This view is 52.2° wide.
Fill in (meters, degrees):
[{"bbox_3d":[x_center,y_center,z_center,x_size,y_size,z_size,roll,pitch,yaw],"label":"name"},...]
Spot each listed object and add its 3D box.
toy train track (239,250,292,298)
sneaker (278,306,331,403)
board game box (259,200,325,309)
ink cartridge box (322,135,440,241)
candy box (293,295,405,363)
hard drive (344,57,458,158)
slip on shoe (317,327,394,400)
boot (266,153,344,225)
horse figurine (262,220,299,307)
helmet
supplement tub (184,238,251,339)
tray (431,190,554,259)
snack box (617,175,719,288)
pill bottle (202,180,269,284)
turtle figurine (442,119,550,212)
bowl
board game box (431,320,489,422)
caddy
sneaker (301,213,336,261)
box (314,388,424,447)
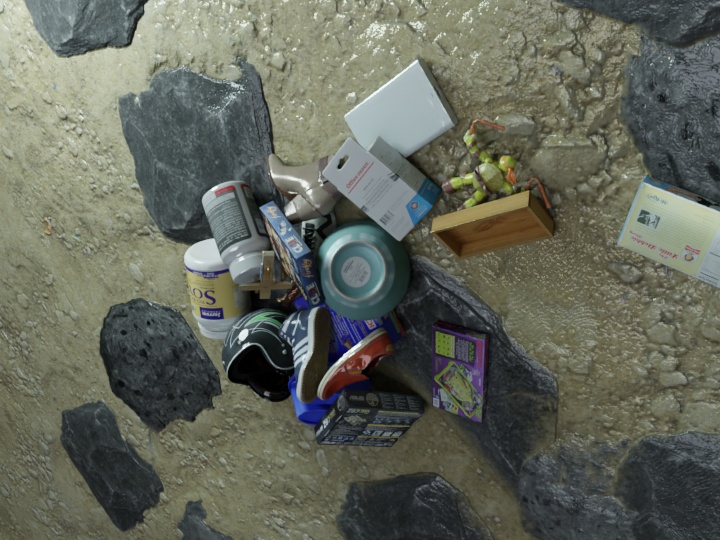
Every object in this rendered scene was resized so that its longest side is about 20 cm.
[{"bbox_3d":[-0.197,0.003,1.538,0.201,0.112,0.033,109,156,-62],"label":"toy train track"},{"bbox_3d":[-0.126,0.179,1.563,0.107,0.070,0.204,-4,71,40],"label":"sneaker"},{"bbox_3d":[-0.139,-0.034,1.488,0.200,0.034,0.137,51,160,46],"label":"board game box"},{"bbox_3d":[0.039,-0.167,1.387,0.199,0.067,0.116,40,132,-6],"label":"ink cartridge box"},{"bbox_3d":[-0.026,0.101,1.593,0.198,0.077,0.171,-20,99,41],"label":"candy box"},{"bbox_3d":[0.072,-0.281,1.362,0.198,0.026,0.133,-28,95,40],"label":"hard drive"},{"bbox_3d":[-0.011,0.202,1.498,0.199,0.074,0.062,-42,71,11],"label":"slip on shoe"},{"bbox_3d":[-0.105,-0.191,1.497,0.145,0.070,0.203,-31,63,18],"label":"boot"},{"bbox_3d":[-0.178,-0.018,1.640,0.132,0.050,0.202,-42,69,24],"label":"horse figurine"},{"bbox_3d":[-0.217,0.184,1.684,0.188,0.200,0.202,28,127,8],"label":"helmet"},{"bbox_3d":[-0.332,0.042,1.732,0.143,0.145,0.204,12,120,29],"label":"supplement tub"},{"bbox_3d":[0.235,-0.078,1.314,0.197,0.038,0.098,-13,142,39],"label":"tray"},{"bbox_3d":[0.520,-0.057,1.154,0.198,0.037,0.118,27,125,22],"label":"snack box"},{"bbox_3d":[-0.264,-0.081,1.604,0.113,0.113,0.203,-34,71,41],"label":"pill bottle"},{"bbox_3d":[0.226,-0.153,1.291,0.200,0.065,0.161,45,139,-9],"label":"turtle figurine"},{"bbox_3d":[0.000,0.000,1.441,0.196,0.105,0.206,0,90,4],"label":"bowl"},{"bbox_3d":[0.204,0.209,1.518,0.118,0.032,0.204,17,122,32],"label":"board game box"},{"bbox_3d":[-0.063,0.267,1.636,0.142,0.197,0.106,-54,38,38],"label":"caddy"},{"bbox_3d":[-0.094,-0.061,1.557,0.073,0.080,0.204,6,114,34],"label":"sneaker"},{"bbox_3d":[0.018,0.328,1.611,0.162,0.197,0.050,-54,38,41],"label":"box"}]
